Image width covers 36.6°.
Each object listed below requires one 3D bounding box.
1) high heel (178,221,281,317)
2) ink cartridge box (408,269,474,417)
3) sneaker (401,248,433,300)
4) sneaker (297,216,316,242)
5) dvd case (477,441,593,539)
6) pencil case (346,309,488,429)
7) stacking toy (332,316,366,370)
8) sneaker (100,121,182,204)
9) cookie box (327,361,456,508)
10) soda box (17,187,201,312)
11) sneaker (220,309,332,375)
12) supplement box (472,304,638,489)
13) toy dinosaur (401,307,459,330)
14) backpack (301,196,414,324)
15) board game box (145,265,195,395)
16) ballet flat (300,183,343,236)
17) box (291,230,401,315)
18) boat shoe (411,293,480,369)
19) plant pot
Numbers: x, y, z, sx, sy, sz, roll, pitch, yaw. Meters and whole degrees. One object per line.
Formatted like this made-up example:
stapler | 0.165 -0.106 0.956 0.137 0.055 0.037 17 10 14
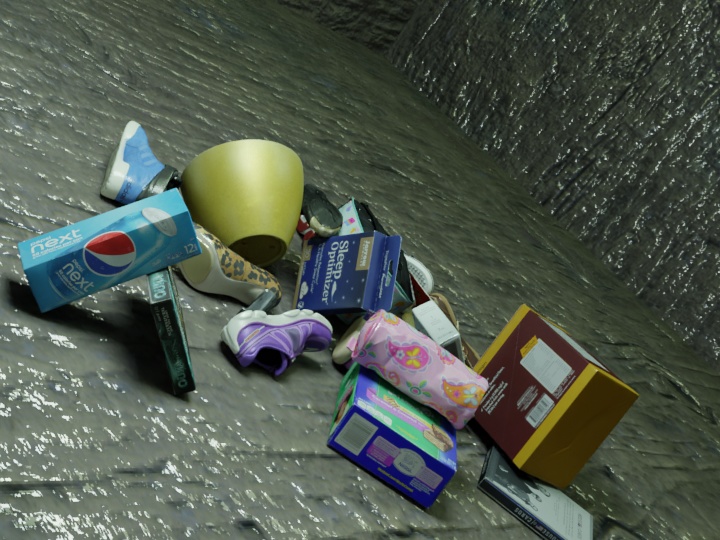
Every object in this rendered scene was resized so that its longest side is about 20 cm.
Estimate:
high heel | -0.198 -0.014 1.608 0.201 0.071 0.143 53 24 -5
ink cartridge box | 0.114 0.124 1.730 0.174 0.043 0.201 53 -16 45
sneaker | 0.070 -0.001 1.969 0.079 0.079 0.199 -9 21 -44
sneaker | -0.046 -0.052 1.995 0.115 0.079 0.200 27 22 -24
dvd case | 0.273 0.356 1.672 0.200 0.025 0.150 38 18 3
pencil case | 0.080 0.137 1.518 0.199 0.088 0.088 33 18 -7
stacking toy | 0.057 0.161 1.666 0.200 0.085 0.085 38 18 -8
sneaker | -0.335 -0.156 1.703 0.111 0.077 0.200 24 25 -18
cookie box | 0.049 0.213 1.521 0.171 0.075 0.200 34 17 -7
soda box | -0.294 -0.026 1.280 0.068 0.199 0.065 -128 -161 -54
sneaker | -0.112 0.108 1.520 0.199 0.081 0.084 1 56 -50
supplement box | 0.295 0.203 1.757 0.132 0.198 0.200 29 12 -41
toy dinosaur | 0.125 0.106 1.990 0.100 0.058 0.201 3 43 -31
backpack | 0.000 0.000 1.790 0.176 0.153 0.200 54 1 -32
board game box | -0.240 0.040 1.345 0.028 0.136 0.200 -14 32 -7
ballet flat | -0.071 -0.089 1.766 0.066 0.057 0.200 25 13 -19
box | -0.024 0.006 1.656 0.032 0.122 0.199 22 -19 -41
boat shoe | 0.148 0.137 1.861 0.070 0.070 0.201 -21 79 -57
plant pot | -0.176 -0.087 1.706 0.199 0.199 0.143 18 49 -44
